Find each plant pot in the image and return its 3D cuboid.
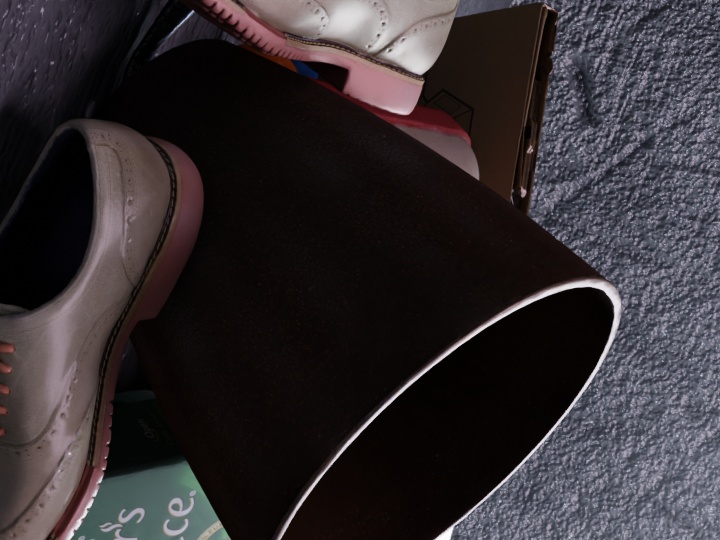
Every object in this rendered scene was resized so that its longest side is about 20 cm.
[{"bbox_3d":[-0.025,0.003,0.866,0.186,0.200,0.187,-34,156,-18],"label":"plant pot"}]

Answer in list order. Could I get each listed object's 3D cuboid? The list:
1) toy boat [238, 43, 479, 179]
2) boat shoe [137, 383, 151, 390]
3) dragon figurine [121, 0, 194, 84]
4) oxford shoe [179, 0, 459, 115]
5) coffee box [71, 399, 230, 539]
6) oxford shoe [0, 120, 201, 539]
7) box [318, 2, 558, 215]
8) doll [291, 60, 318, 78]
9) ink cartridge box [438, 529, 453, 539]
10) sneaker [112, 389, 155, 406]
[{"bbox_3d":[-0.038,-0.062,1.072,0.130,0.131,0.199,-43,157,23],"label":"toy boat"},{"bbox_3d":[-0.102,0.091,1.182,0.066,0.074,0.199,-60,178,3],"label":"boat shoe"},{"bbox_3d":[-0.037,-0.154,0.917,0.199,0.059,0.100,-31,154,-31],"label":"dragon figurine"},{"bbox_3d":[-0.027,-0.126,0.846,0.074,0.071,0.199,-58,149,9],"label":"oxford shoe"},{"bbox_3d":[-0.084,0.114,0.952,0.199,0.044,0.124,-8,133,-36],"label":"coffee box"},{"bbox_3d":[-0.130,0.036,0.773,0.074,0.070,0.202,26,84,-61],"label":"oxford shoe"},{"bbox_3d":[0.032,-0.075,1.291,0.021,0.199,0.165,22,72,-42],"label":"box"},{"bbox_3d":[-0.022,-0.151,1.233,0.200,0.048,0.138,-7,117,-85],"label":"doll"},{"bbox_3d":[-0.005,0.157,1.188,0.116,0.067,0.202,-14,124,-54],"label":"ink cartridge box"},{"bbox_3d":[-0.063,0.098,1.065,0.199,0.078,0.140,-34,146,7],"label":"sneaker"}]
